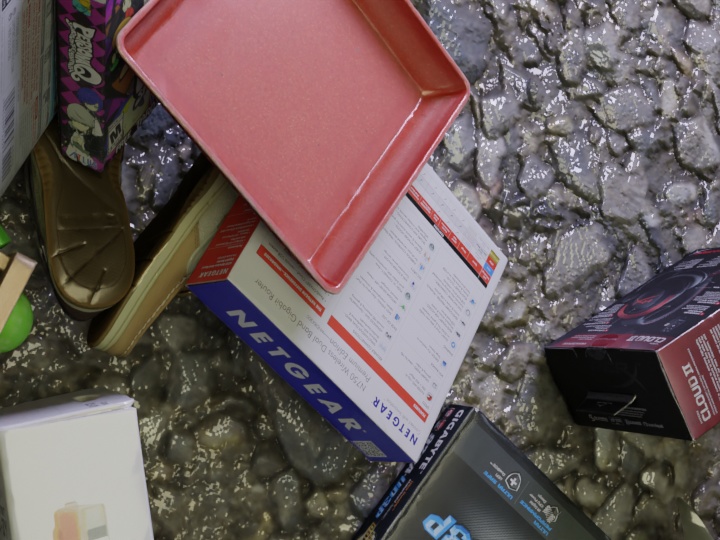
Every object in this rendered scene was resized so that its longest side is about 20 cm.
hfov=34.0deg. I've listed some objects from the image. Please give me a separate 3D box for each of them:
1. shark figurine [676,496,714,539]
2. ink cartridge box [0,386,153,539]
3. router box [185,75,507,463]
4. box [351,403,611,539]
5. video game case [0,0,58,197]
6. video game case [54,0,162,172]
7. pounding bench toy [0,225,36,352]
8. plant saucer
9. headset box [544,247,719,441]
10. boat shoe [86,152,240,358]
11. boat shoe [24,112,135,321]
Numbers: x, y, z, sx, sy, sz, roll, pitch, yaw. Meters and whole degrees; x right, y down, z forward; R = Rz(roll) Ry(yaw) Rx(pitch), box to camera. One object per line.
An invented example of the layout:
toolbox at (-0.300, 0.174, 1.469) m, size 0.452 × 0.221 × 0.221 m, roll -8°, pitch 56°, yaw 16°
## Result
shark figurine at (0.341, 0.208, 0.982) m, size 0.213 × 0.090 × 0.128 m, roll -35°, pitch 68°, yaw -29°
ink cartridge box at (-0.175, 0.181, 0.715) m, size 0.082 × 0.145 × 0.204 m, roll -7°, pitch 90°, yaw -22°
router box at (0.000, 0.000, 0.806) m, size 0.200 × 0.048 × 0.181 m, roll 47°, pitch 56°, yaw -29°
box at (0.097, 0.225, 0.885) m, size 0.200 × 0.046 × 0.159 m, roll 45°, pitch 72°, yaw -16°
video game case at (-0.171, -0.161, 0.642) m, size 0.022 × 0.201 × 0.183 m, roll 19°, pitch 47°, yaw -1°
video game case at (-0.116, -0.186, 0.710) m, size 0.035 × 0.182 × 0.201 m, roll 26°, pitch 53°, yaw 7°
pounding bench toy at (-0.264, -0.009, 0.694) m, size 0.155 × 0.124 × 0.202 m, roll 30°, pitch 77°, yaw -20°
plant saucer at (-0.038, -0.121, 0.732) m, size 0.200 × 0.036 × 0.201 m, roll 49°, pitch 56°, yaw -22°
headset box at (0.250, 0.055, 0.904) m, size 0.198 × 0.148 × 0.076 m, roll -29°, pitch 99°, yaw -23°
boat shoe at (-0.105, -0.018, 0.790) m, size 0.066 × 0.074 × 0.201 m, roll 41°, pitch 73°, yaw -22°
boat shoe at (-0.188, -0.065, 0.762) m, size 0.072 × 0.065 × 0.203 m, roll 6°, pitch 67°, yaw -29°
